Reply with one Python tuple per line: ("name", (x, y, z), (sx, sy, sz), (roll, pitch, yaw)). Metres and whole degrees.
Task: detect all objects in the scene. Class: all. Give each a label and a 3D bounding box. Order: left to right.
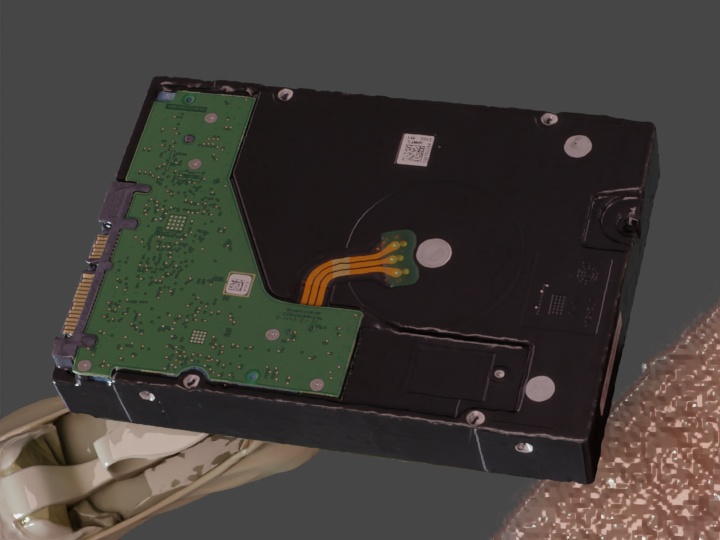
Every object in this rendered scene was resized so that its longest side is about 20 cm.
("ballet flat", (-0.102, 0.074, 0.860), (0.200, 0.069, 0.070), (-26, 84, 15))
("hard drive", (0.000, 0.000, 0.808), (0.200, 0.038, 0.140), (6, 57, 14))
